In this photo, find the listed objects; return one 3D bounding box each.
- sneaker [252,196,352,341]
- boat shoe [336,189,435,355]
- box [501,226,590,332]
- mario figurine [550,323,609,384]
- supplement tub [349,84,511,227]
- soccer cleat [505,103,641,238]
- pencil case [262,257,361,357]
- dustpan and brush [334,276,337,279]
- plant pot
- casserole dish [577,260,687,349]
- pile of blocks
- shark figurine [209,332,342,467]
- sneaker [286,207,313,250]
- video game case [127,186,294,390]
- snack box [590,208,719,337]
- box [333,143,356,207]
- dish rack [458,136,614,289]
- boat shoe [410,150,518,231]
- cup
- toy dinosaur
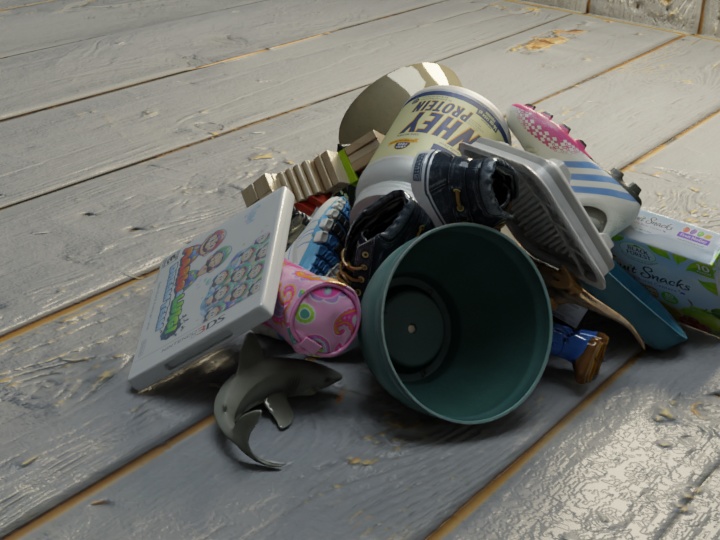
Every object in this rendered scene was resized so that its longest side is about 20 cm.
[{"bbox_3d":[-0.071,-0.006,1.721,0.087,0.075,0.200,4,52,33],"label":"sneaker"},{"bbox_3d":[0.000,0.000,1.634,0.091,0.200,0.071,40,4,-46],"label":"boat shoe"},{"bbox_3d":[0.198,-0.003,1.791,0.159,0.046,0.200,30,13,1],"label":"box"},{"bbox_3d":[0.167,0.081,1.676,0.200,0.123,0.106,21,67,17],"label":"mario figurine"},{"bbox_3d":[0.081,-0.106,1.770,0.145,0.145,0.200,13,48,19],"label":"supplement tub"},{"bbox_3d":[0.236,-0.114,1.776,0.200,0.086,0.070,40,-5,9],"label":"soccer cleat"},{"bbox_3d":[-0.078,0.031,1.567,0.087,0.087,0.200,-7,14,-29],"label":"pencil case"},{"bbox_3d":[-0.025,0.016,1.782,0.140,0.057,0.200,-9,26,-33],"label":"dustpan and brush"},{"bbox_3d":[0.077,0.057,1.557,0.200,0.200,0.134,-7,-1,-29],"label":"plant pot"},{"bbox_3d":[0.299,0.025,1.750,0.200,0.039,0.121,37,15,-28],"label":"casserole dish"},{"bbox_3d":[-0.042,-0.102,1.858,0.200,0.062,0.082,-21,-19,-1],"label":"pile of blocks"},{"bbox_3d":[-0.108,0.110,1.483,0.128,0.090,0.214,10,19,15],"label":"shark figurine"},{"bbox_3d":[-0.087,-0.052,1.910,0.077,0.085,0.200,20,25,33],"label":"sneaker"},{"bbox_3d":[-0.153,0.016,1.571,0.182,0.024,0.200,-30,30,26],"label":"video game case"},{"bbox_3d":[0.357,-0.007,1.823,0.200,0.142,0.053,21,60,37],"label":"snack box"},{"bbox_3d":[0.063,-0.083,1.973,0.148,0.124,0.200,-3,22,-20],"label":"box"},{"bbox_3d":[0.196,-0.072,1.638,0.044,0.172,0.200,-40,25,-9],"label":"dish rack"},{"bbox_3d":[0.128,-0.062,1.582,0.091,0.071,0.200,7,-18,27],"label":"boat shoe"},{"bbox_3d":[0.089,-0.177,2.177,0.200,0.200,0.143,-8,52,-32],"label":"cup"},{"bbox_3d":[0.223,0.021,1.633,0.200,0.060,0.106,28,12,15],"label":"toy dinosaur"}]
